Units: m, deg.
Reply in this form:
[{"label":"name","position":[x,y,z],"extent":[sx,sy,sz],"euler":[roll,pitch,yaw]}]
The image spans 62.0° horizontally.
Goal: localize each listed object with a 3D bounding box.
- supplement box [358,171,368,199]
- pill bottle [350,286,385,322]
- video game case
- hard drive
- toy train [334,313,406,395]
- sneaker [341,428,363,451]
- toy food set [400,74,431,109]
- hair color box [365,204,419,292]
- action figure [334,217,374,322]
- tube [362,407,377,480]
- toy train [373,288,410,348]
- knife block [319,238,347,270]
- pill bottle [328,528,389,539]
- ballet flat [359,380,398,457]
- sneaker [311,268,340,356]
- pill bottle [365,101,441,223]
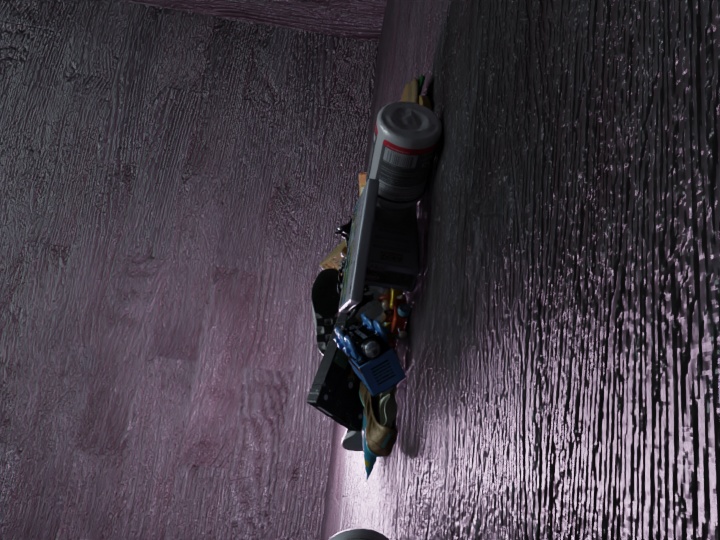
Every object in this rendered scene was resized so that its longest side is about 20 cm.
[{"label":"supplement box","position":[0.041,-0.106,1.268],"extent":[0.066,0.068,0.202],"euler":[-10,-79,-53]},{"label":"pill bottle","position":[0.017,0.052,1.366],"extent":[0.200,0.108,0.110],"euler":[-101,19,-79]},{"label":"video game case","position":[-0.004,-0.035,1.032],"extent":[0.182,0.022,0.202],"euler":[130,148,-78]},{"label":"hard drive","position":[-0.021,0.202,1.206],"extent":[0.038,0.140,0.201],"euler":[-6,53,44]},{"label":"toy train","position":[0.012,0.149,1.086],"extent":[0.115,0.086,0.200],"euler":[66,170,-7]},{"label":"sneaker","position":[0.007,0.321,1.314],"extent":[0.201,0.070,0.100],"euler":[111,168,-47]},{"label":"toy food set","position":[0.102,-0.291,1.211],"extent":[0.201,0.048,0.199],"euler":[101,175,-50]},{"label":"hair color box","position":[0.052,-0.056,1.108],"extent":[0.201,0.098,0.061],"euler":[-87,8,-48]},{"label":"action figure","position":[0.000,0.000,1.186],"extent":[0.119,0.101,0.202],"euler":[125,142,-68]},{"label":"tube","position":[0.025,0.341,1.211],"extent":[0.078,0.050,0.201],"euler":[-74,-8,-46]},{"label":"toy train","position":[0.051,0.106,1.149],"extent":[0.201,0.055,0.151],"euler":[102,175,-47]},{"label":"knife block","position":[0.007,-0.069,1.396],"extent":[0.176,0.064,0.200],"euler":[-50,9,-28]},{"label":"pill bottle","position":[-0.003,0.468,0.810],"extent":[0.201,0.111,0.113],"euler":[-88,7,-59]},{"label":"ballet flat","position":[0.039,0.243,1.078],"extent":[0.073,0.067,0.200],"euler":[-59,13,22]},{"label":"sneaker","position":[-0.073,0.098,1.327],"extent":[0.089,0.073,0.202],"euler":[96,175,-71]},{"label":"pill bottle","position":[0.068,-0.180,1.044],"extent":[0.201,0.109,0.111],"euler":[102,174,-49]}]
